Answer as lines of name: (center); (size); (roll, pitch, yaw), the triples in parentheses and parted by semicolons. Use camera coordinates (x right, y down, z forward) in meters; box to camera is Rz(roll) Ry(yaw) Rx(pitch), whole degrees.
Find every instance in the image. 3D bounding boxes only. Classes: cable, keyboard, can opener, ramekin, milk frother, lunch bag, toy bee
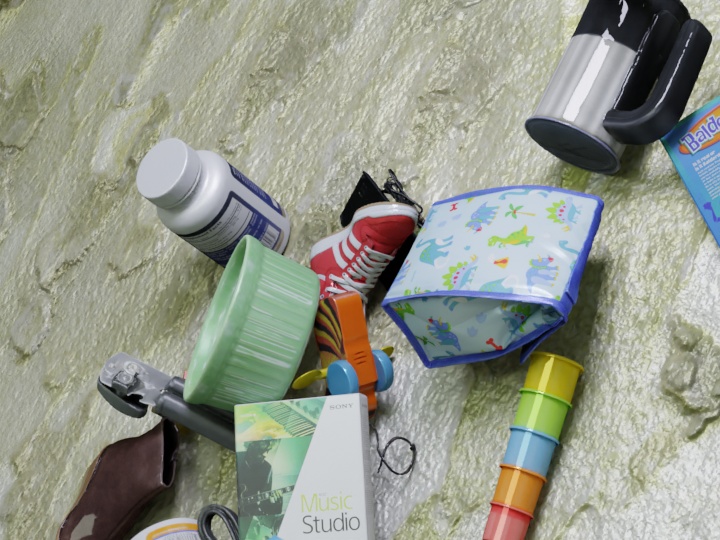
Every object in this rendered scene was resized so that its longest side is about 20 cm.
cable: (-0.102, 0.333, 1.416); (0.199, 0.050, 0.098); (24, 93, 33)
keyboard: (0.048, -0.041, 1.551); (0.105, 0.039, 0.200); (-59, 43, 26)
can opener: (-0.225, 0.165, 1.563); (0.199, 0.067, 0.053); (27, 44, 4)
ramekin: (-0.121, 0.070, 1.476); (0.200, 0.097, 0.202); (-159, 90, -78)
milk frother: (0.247, -0.236, 1.376); (0.189, 0.199, 0.180); (-63, 18, -10)
lunch bag: (0.150, 0.002, 1.353); (0.199, 0.128, 0.171); (-14, 37, 39)
toy bee: (-0.020, 0.131, 1.446); (0.108, 0.130, 0.202); (-25, 60, 54)

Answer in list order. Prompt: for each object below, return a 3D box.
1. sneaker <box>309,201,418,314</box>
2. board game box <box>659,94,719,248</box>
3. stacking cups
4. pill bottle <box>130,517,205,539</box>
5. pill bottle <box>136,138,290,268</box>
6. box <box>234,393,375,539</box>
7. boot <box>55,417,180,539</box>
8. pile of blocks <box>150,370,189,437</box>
sneaker: (0.000, 0.000, 1.503); (0.200, 0.071, 0.114); (-33, 45, 53)
board game box: (0.406, -0.099, 1.298); (0.151, 0.045, 0.201); (-32, 50, 19)
stacking cups: (0.174, 0.186, 1.306); (0.060, 0.060, 0.202); (5, 72, 38)
pill bottle: (-0.188, 0.383, 1.423); (0.112, 0.112, 0.201); (-39, 49, 12)
pill bottle: (-0.186, -0.081, 1.624); (0.110, 0.200, 0.112); (-18, 55, 27)
box: (-0.059, 0.236, 1.366); (0.143, 0.036, 0.202); (-7, 75, 13)
boot: (-0.292, 0.287, 1.567); (0.166, 0.072, 0.202); (-31, 41, 35)
pile of blocks: (-0.184, 0.141, 1.591); (0.200, 0.062, 0.082); (-45, 47, 8)
